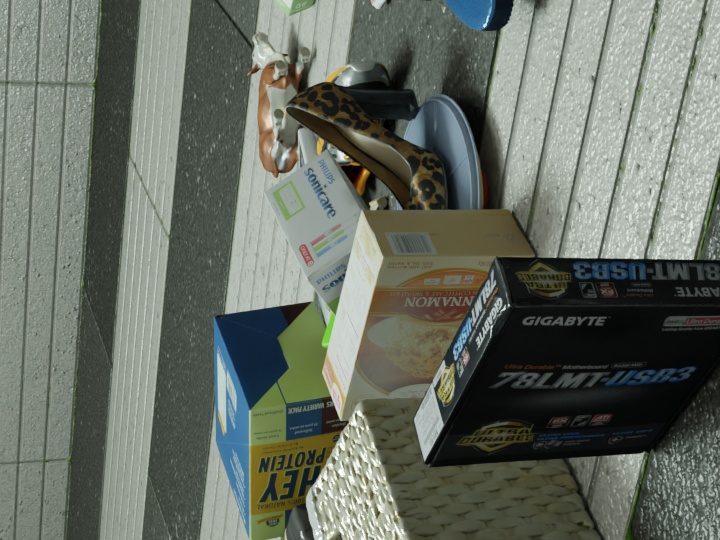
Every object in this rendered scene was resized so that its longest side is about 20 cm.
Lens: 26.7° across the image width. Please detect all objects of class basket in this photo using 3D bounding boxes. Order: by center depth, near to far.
[{"bbox_3d":[0.077,0.227,1.340,0.200,0.197,0.162,-111,30,-42],"label":"basket"}]

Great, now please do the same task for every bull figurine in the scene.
[{"bbox_3d":[-0.105,-0.227,2.003,0.121,0.064,0.203,142,124,-69],"label":"bull figurine"}]

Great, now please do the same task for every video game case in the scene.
[{"bbox_3d":[-0.048,-0.042,1.856,0.183,0.023,0.202,91,168,-60],"label":"video game case"}]

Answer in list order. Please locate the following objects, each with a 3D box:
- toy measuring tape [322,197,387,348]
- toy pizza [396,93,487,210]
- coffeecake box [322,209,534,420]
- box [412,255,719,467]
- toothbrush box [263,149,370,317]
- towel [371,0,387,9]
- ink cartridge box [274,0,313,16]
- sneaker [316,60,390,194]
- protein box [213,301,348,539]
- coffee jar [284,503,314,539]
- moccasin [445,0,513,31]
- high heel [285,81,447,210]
[{"bbox_3d":[0.013,0.021,1.731,0.073,0.073,0.203,-14,56,69],"label":"toy measuring tape"},{"bbox_3d":[0.086,-0.077,1.538,0.200,0.031,0.203,178,90,-69],"label":"toy pizza"},{"bbox_3d":[0.060,0.043,1.438,0.073,0.151,0.202,-114,30,-47],"label":"coffeecake box"},{"bbox_3d":[0.159,0.069,1.105,0.199,0.197,0.050,115,148,-48],"label":"box"},{"bbox_3d":[0.000,0.000,1.544,0.201,0.085,0.146,55,-176,-45],"label":"toothbrush box"},{"bbox_3d":[0.025,-0.413,1.692,0.146,0.029,0.203,129,135,-62],"label":"towel"},{"bbox_3d":[-0.095,-0.446,1.918,0.146,0.048,0.201,51,146,21],"label":"ink cartridge box"},{"bbox_3d":[-0.002,-0.161,1.722,0.201,0.077,0.078,100,160,-56],"label":"sneaker"},{"bbox_3d":[-0.096,0.183,1.865,0.199,0.133,0.202,-119,26,-53],"label":"protein box"},{"bbox_3d":[-0.048,0.373,1.827,0.086,0.103,0.202,-119,34,-55],"label":"coffee jar"},{"bbox_3d":[0.109,-0.298,1.416,0.081,0.067,0.202,-61,36,40],"label":"moccasin"},{"bbox_3d":[0.006,-0.102,1.503,0.072,0.141,0.202,115,147,-49],"label":"high heel"}]
